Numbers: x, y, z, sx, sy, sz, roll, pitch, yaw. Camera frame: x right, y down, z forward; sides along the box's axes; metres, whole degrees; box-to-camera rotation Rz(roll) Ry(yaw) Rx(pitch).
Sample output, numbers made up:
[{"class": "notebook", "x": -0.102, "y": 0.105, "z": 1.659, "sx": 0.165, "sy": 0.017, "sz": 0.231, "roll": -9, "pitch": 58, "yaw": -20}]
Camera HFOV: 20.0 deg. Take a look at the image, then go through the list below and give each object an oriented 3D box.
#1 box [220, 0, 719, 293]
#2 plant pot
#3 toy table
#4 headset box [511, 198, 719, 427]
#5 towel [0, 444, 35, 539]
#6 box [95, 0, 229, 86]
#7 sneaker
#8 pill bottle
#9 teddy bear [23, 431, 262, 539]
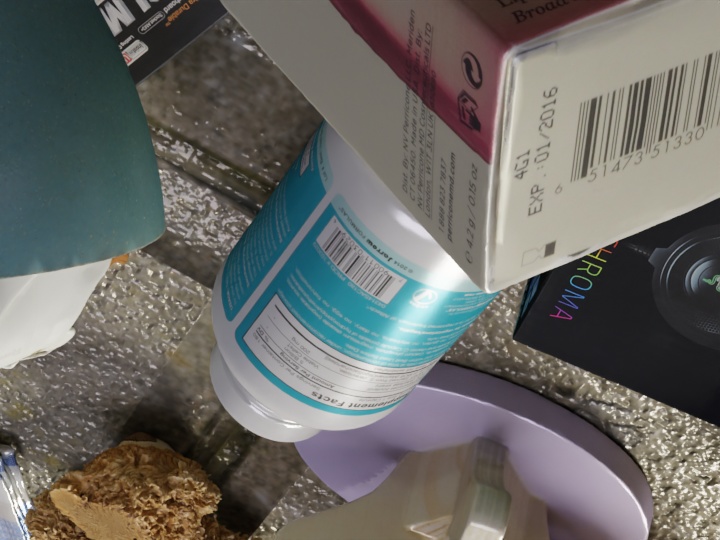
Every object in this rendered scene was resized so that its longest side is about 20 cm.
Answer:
[{"class": "box", "x": 0.046, "y": -0.109, "z": 0.742, "sx": 0.200, "sy": 0.127, "sz": 0.110, "roll": 49, "pitch": 151, "yaw": 38}, {"class": "plant pot", "x": -0.181, "y": -0.079, "z": 0.831, "sx": 0.198, "sy": 0.200, "sz": 0.136, "roll": 3, "pitch": 103, "yaw": 18}, {"class": "toy table", "x": 0.048, "y": 0.139, "z": 1.057, "sx": 0.198, "sy": 0.118, "sz": 0.185, "roll": 12, "pitch": 135, "yaw": 8}, {"class": "headset box", "x": 0.192, "y": -0.013, "z": 0.874, "sx": 0.199, "sy": 0.093, "sz": 0.175, "roll": 23, "pitch": 136, "yaw": -3}, {"class": "towel", "x": -0.261, "y": 0.169, "z": 1.266, "sx": 0.146, "sy": 0.024, "sz": 0.201, "roll": 6, "pitch": 134, "yaw": 16}, {"class": "box", "x": -0.148, "y": -0.167, "z": 0.883, "sx": 0.198, "sy": 0.050, "sz": 0.199, "roll": 42, "pitch": 131, "yaw": -20}, {"class": "sneaker", "x": -0.188, "y": 0.033, "z": 0.997, "sx": 0.073, "sy": 0.200, "sz": 0.085, "roll": 33, "pitch": 157, "yaw": 39}, {"class": "pill bottle", "x": 0.000, "y": 0.000, "z": 0.945, "sx": 0.110, "sy": 0.111, "sz": 0.200, "roll": 30, "pitch": 135, "yaw": -10}, {"class": "teddy bear", "x": -0.119, "y": 0.160, "z": 1.186, "sx": 0.144, "sy": 0.067, "sz": 0.201, "roll": 3, "pitch": 140, "yaw": 30}]
